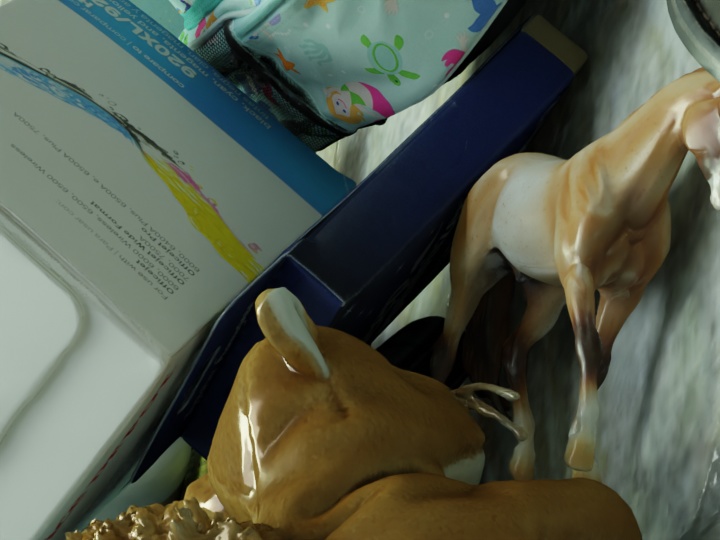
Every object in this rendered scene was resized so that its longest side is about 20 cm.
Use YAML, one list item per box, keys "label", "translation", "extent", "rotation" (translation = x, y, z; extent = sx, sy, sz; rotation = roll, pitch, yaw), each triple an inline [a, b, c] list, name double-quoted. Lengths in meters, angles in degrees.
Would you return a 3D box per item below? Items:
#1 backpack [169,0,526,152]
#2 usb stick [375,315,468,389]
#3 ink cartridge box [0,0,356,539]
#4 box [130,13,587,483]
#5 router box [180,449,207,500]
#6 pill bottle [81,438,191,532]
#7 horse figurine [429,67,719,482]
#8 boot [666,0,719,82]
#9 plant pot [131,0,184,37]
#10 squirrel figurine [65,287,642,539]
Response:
- label: "backpack"
  translation: [0.008, -0.143, 1.046]
  extent: [0.178, 0.150, 0.200]
  rotation: [-56, 17, -13]
- label: "usb stick"
  translation: [-0.003, 0.055, 0.971]
  extent: [0.055, 0.033, 0.200]
  rotation: [-31, 2, 19]
- label: "ink cartridge box"
  translation: [-0.123, 0.005, 0.988]
  extent: [0.147, 0.144, 0.200]
  rotation: [-52, -3, 24]
- label: "box"
  translation: [0.000, 0.000, 0.986]
  extent: [0.200, 0.032, 0.121]
  rotation: [-43, -10, -40]
- label: "router box"
  translation: [-0.049, 0.093, 1.169]
  extent: [0.200, 0.052, 0.158]
  rotation: [144, 140, -79]
- label: "pill bottle"
  translation: [-0.145, 0.137, 1.176]
  extent: [0.111, 0.110, 0.201]
  rotation: [-100, 23, -55]
- label: "horse figurine"
  translation: [0.066, 0.004, 0.911]
  extent: [0.200, 0.050, 0.133]
  rotation: [165, 117, -72]
- label: "boot"
  translation: [0.146, -0.148, 0.732]
  extent: [0.201, 0.069, 0.175]
  rotation: [-91, 21, -48]
- label: "plant pot"
  translation: [-0.082, -0.177, 1.405]
  extent: [0.200, 0.134, 0.201]
  rotation: [-166, 90, -74]
- label: "squirrel figurine"
  translation: [-0.011, 0.096, 0.780]
  extent: [0.187, 0.199, 0.142]
  rotation: [60, 146, 34]
